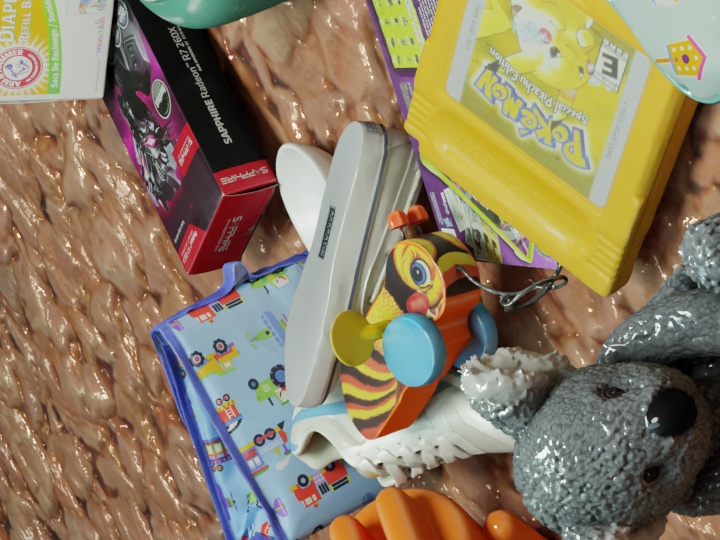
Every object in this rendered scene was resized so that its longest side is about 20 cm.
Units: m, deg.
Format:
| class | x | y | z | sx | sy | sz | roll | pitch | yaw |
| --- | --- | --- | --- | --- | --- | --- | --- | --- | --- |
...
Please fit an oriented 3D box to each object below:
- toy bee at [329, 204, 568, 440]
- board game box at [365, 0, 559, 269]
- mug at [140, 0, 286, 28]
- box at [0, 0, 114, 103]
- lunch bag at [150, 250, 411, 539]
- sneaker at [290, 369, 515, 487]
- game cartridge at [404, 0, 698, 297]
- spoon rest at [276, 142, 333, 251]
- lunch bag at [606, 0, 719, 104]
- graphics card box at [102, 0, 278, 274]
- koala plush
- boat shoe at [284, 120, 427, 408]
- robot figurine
| class | x | y | z | sx | sy | sz | roll | pitch | yaw |
| --- | --- | --- | --- | --- | --- | --- | --- | --- | --- |
| toy bee | 0.046 | 0.018 | 1.416 | 0.200 | 0.131 | 0.109 | -37 | 72 | 23 |
| board game box | 0.070 | -0.099 | 1.394 | 0.120 | 0.032 | 0.200 | 11 | 123 | 60 |
| mug | -0.114 | -0.235 | 1.492 | 0.152 | 0.114 | 0.185 | 60 | 150 | 6 |
| box | -0.246 | -0.238 | 1.659 | 0.113 | 0.101 | 0.200 | -117 | 30 | -46 |
| lunch bag | -0.056 | 0.086 | 1.615 | 0.094 | 0.150 | 0.200 | -15 | 100 | 60 |
| sneaker | 0.038 | 0.110 | 1.513 | 0.200 | 0.081 | 0.077 | 5 | 158 | 42 |
| game cartridge | 0.110 | -0.105 | 1.284 | 0.176 | 0.032 | 0.200 | 39 | 137 | 24 |
| spoon rest | -0.003 | -0.009 | 1.545 | 0.200 | 0.061 | 0.099 | 50 | 155 | 21 |
| lunch bag | 0.177 | -0.194 | 1.100 | 0.200 | 0.077 | 0.160 | 57 | 149 | 12 |
| graphics card box | -0.137 | -0.111 | 1.668 | 0.200 | 0.051 | 0.125 | 64 | 153 | 19 |
| koala plush | 0.163 | 0.087 | 1.216 | 0.177 | 0.200 | 0.184 | 61 | 151 | 4 |
| boat shoe | 0.000 | 0.000 | 1.477 | 0.072 | 0.066 | 0.200 | -151 | 73 | -68 |
| robot figurine | 0.052 | 0.229 | 1.539 | 0.117 | 0.144 | 0.200 | 15 | 159 | 40 |
